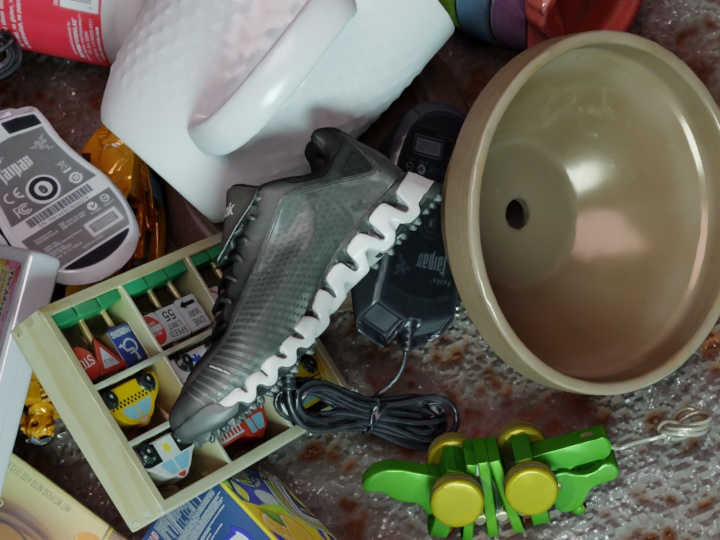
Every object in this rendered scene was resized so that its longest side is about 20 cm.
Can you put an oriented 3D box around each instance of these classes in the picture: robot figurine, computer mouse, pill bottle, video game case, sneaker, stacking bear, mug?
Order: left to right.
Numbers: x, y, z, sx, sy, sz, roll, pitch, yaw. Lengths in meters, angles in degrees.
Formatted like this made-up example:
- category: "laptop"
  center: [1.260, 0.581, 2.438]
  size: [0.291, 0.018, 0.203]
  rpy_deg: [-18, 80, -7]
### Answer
- category: "video game case"
  center: [-0.238, 0.080, 1.282]
  size: [0.182, 0.024, 0.200]
  rpy_deg: [9, 84, 57]
- category: "computer mouse"
  center: [-0.204, -0.056, 1.321]
  size: [0.110, 0.044, 0.200]
  rpy_deg: [-32, 65, -22]
- category: "pill bottle"
  center: [-0.206, -0.192, 1.396]
  size: [0.200, 0.112, 0.112]
  rpy_deg: [13, 75, 12]
- category: "robot figurine"
  center: [-0.176, 0.008, 1.353]
  size: [0.145, 0.058, 0.200]
  rpy_deg: [-1, 72, 17]
- category: "mug"
  center: [-0.053, -0.118, 1.274]
  size: [0.148, 0.200, 0.175]
  rpy_deg: [42, 89, -12]
- category: "sneaker"
  center: [-0.049, 0.002, 1.207]
  size: [0.090, 0.066, 0.200]
  rpy_deg: [41, 70, -1]
- category: "computer mouse"
  center: [0.000, 0.000, 1.292]
  size: [0.046, 0.140, 0.200]
  rpy_deg: [6, 91, 50]
- category: "stacking bear"
  center: [0.063, -0.198, 1.364]
  size: [0.200, 0.122, 0.114]
  rpy_deg: [32, 60, 25]

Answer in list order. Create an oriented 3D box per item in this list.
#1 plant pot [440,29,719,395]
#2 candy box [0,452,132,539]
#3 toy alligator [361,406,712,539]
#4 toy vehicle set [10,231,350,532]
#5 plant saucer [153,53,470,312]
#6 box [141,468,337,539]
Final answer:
- category: "plant pot"
  center: [0.114, -0.032, 1.288]
  size: [0.201, 0.093, 0.201]
  rpy_deg: [-1, 92, -34]
- category: "candy box"
  center: [-0.156, 0.206, 1.293]
  size: [0.200, 0.055, 0.115]
  rpy_deg: [34, 81, 16]
- category: "toy alligator"
  center: [0.102, 0.120, 1.288]
  size: [0.200, 0.059, 0.054]
  rpy_deg: [-9, 115, 2]
- category: "toy vehicle set"
  center: [-0.092, 0.053, 1.256]
  size: [0.027, 0.200, 0.124]
  rpy_deg: [-35, 85, 33]
- category: "plant saucer"
  center: [-0.031, -0.074, 1.375]
  size: [0.200, 0.034, 0.200]
  rpy_deg: [-2, 71, 7]
- category: "box"
  center: [-0.031, 0.183, 1.227]
  size: [0.200, 0.070, 0.064]
  rpy_deg: [42, 105, 43]
